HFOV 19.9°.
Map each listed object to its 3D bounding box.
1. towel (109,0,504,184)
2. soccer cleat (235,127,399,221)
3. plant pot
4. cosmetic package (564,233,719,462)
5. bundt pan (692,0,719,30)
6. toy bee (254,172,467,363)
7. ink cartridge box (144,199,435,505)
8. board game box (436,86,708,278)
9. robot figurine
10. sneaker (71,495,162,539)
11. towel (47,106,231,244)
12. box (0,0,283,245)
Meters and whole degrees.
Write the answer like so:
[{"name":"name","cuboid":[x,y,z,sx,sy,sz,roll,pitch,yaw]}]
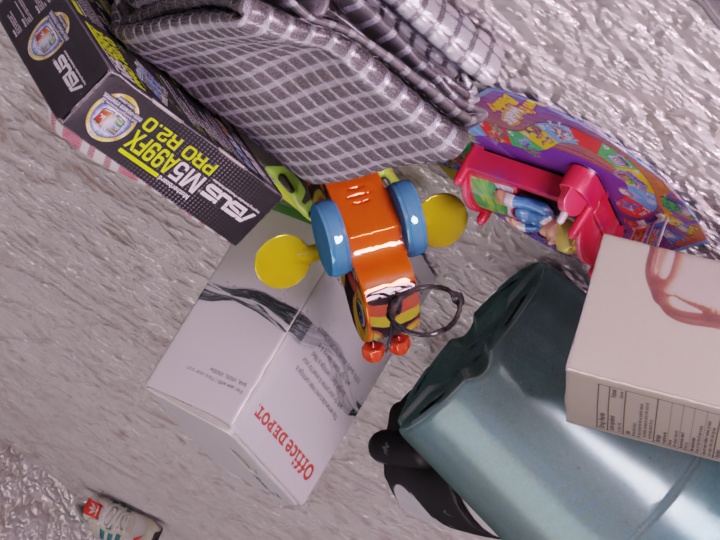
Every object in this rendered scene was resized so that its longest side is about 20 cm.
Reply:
[{"name":"towel","cuboid":[-0.034,-0.122,1.145,0.165,0.086,0.200,38,162,-24]},{"name":"soccer cleat","cuboid":[-0.053,-0.082,1.370,0.199,0.065,0.084,25,-168,7]},{"name":"plant pot","cuboid":[0.143,0.111,1.356,0.196,0.200,0.200,41,162,-6]},{"name":"cosmetic package","cuboid":[0.220,0.057,1.144,0.199,0.088,0.103,14,161,10]},{"name":"bundt pan","cuboid":[0.168,-0.145,0.713,0.202,0.076,0.202,39,168,10]},{"name":"toy bee","cuboid":[0.000,0.000,1.262,0.130,0.201,0.109,2,136,3]},{"name":"ink cartridge box","cuboid":[-0.046,0.043,1.437,0.083,0.200,0.147,21,161,29]},{"name":"board game box","cuboid":[0.107,-0.037,1.220,0.158,0.039,0.200,35,163,-12]},{"name":"robot figurine","cuboid":[0.097,0.145,1.623,0.200,0.150,0.125,3,126,59]},{"name":"sneaker","cuboid":[-0.402,0.411,3.330,0.093,0.071,0.199,35,167,-32]},{"name":"towel","cuboid":[-0.157,-0.088,1.555,0.199,0.030,0.146,30,163,3]},{"name":"box","cuboid":[-0.145,-0.119,1.233,0.160,0.044,0.200,35,-166,-46]}]
